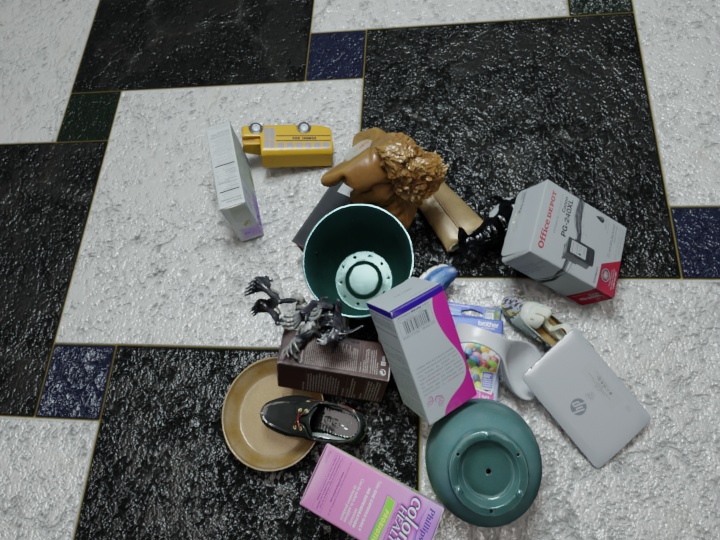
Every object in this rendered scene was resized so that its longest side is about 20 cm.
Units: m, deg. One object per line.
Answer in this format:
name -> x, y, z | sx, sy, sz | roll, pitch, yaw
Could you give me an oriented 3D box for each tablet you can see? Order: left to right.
tablet -> 0.384, 0.216, 0.896 | 0.130, 0.014, 0.201 | -40, 86, 0

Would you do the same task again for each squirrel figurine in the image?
squirrel figurine -> 0.062, -0.157, 0.975 | 0.197, 0.188, 0.143 | -8, 40, 43

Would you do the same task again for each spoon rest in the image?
spoon rest -> 0.252, 0.153, 0.914 | 0.197, 0.060, 0.101 | 30, 66, -19

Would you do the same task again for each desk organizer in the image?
desk organizer -> -0.047, -0.109, 1.086 | 0.071, 0.077, 0.202 | 24, 73, 32

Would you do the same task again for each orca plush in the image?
orca plush -> 0.275, -0.100, 1.015 | 0.196, 0.071, 0.108 | -14, 84, -23

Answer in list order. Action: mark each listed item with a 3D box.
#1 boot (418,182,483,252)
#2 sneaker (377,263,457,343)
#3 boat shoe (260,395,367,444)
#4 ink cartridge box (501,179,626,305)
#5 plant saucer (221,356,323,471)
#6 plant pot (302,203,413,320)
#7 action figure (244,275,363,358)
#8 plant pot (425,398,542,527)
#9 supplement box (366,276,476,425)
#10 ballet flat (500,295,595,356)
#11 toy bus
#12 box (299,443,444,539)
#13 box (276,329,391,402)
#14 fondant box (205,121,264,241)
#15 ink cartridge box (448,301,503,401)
boot -> 0.132, -0.121, 1.080 | 0.173, 0.066, 0.202 | -32, 69, -4
sneaker -> 0.123, 0.078, 0.981 | 0.088, 0.079, 0.201 | 34, 77, 26
boat shoe -> -0.087, 0.259, 0.926 | 0.196, 0.063, 0.076 | 7, 72, 12
ink cartridge box -> 0.371, -0.048, 0.959 | 0.197, 0.083, 0.148 | 25, 72, -15
plant saucer -> -0.160, 0.266, 0.984 | 0.195, 0.036, 0.205 | -3, 69, 7
plant pot -> 0.000, 0.000, 0.990 | 0.195, 0.161, 0.206 | -1, 76, 4
action figure -> -0.099, 0.086, 0.869 | 0.196, 0.121, 0.102 | 23, 44, 19
plant pot -> 0.199, 0.311, 0.840 | 0.195, 0.134, 0.206 | -2, 79, 9
supplement box -> 0.100, 0.128, 0.862 | 0.100, 0.103, 0.204 | -25, 105, -18
ballet flat -> 0.346, 0.103, 0.956 | 0.072, 0.072, 0.200 | -44, 69, -10
toy bus -> -0.161, -0.274, 1.160 | 0.194, 0.065, 0.080 | -3, 68, -8
box -> 0.025, 0.373, 0.838 | 0.196, 0.177, 0.098 | 23, 72, 16
box -> -0.048, 0.172, 0.945 | 0.195, 0.101, 0.076 | 8, 54, -3
fondant box -> -0.266, -0.186, 1.120 | 0.057, 0.145, 0.204 | -15, 67, 0
ink cartridge box -> 0.200, 0.156, 0.974 | 0.116, 0.042, 0.205 | 7, 68, 10
